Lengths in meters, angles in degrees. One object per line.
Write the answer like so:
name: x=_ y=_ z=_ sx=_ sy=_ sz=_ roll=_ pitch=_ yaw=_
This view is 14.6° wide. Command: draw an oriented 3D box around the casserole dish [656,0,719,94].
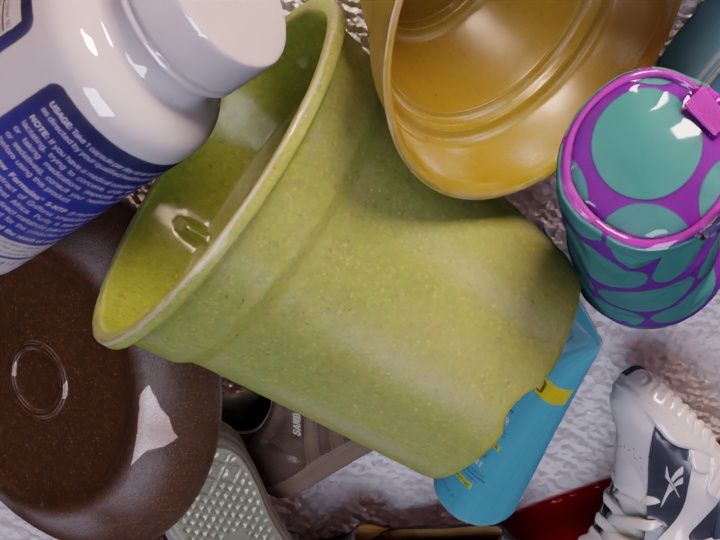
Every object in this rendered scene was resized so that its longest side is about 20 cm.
casserole dish: x=0.226 y=-0.105 z=1.369 sx=0.121 sy=0.039 sz=0.200 roll=29 pitch=129 yaw=-14

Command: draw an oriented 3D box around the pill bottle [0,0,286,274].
pill bottle: x=-0.139 y=-0.091 z=1.384 sx=0.200 sy=0.120 sz=0.120 roll=-30 pitch=120 yaw=29

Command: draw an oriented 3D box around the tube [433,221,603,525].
tube: x=0.087 y=0.064 z=1.498 sx=0.050 sy=0.078 sz=0.200 roll=-15 pitch=149 yaw=-25

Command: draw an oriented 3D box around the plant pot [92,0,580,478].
plant pot: x=0.000 y=0.000 z=1.379 sx=0.184 sy=0.201 sz=0.200 roll=34 pitch=127 yaw=-15

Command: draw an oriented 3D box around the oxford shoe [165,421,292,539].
oxford shoe: x=-0.073 y=0.153 z=1.555 sx=0.075 sy=0.058 sz=0.201 roll=-24 pitch=129 yaw=-9

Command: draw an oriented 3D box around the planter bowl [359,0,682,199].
planter bowl: x=0.059 y=-0.141 z=1.307 sx=0.083 sy=0.200 sz=0.201 roll=34 pitch=143 yaw=37

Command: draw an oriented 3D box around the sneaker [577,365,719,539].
sneaker: x=0.144 y=0.153 z=1.540 sx=0.129 sy=0.079 sz=0.200 roll=-34 pitch=135 yaw=-11

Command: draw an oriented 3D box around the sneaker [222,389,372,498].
sneaker: x=-0.010 y=0.055 z=1.519 sx=0.075 sy=0.071 sz=0.200 roll=38 pitch=125 yaw=-20

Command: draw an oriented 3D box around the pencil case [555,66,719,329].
pencil case: x=0.142 y=-0.030 z=1.352 sx=0.092 sy=0.085 sz=0.200 roll=-29 pitch=167 yaw=-1

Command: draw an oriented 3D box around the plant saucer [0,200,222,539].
plant saucer: x=-0.160 y=0.054 z=1.487 sx=0.200 sy=0.037 sz=0.202 roll=9 pitch=105 yaw=35

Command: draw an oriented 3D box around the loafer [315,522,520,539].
loafer: x=0.004 y=0.171 z=1.609 sx=0.199 sy=0.073 sz=0.073 roll=-4 pitch=130 yaw=13
